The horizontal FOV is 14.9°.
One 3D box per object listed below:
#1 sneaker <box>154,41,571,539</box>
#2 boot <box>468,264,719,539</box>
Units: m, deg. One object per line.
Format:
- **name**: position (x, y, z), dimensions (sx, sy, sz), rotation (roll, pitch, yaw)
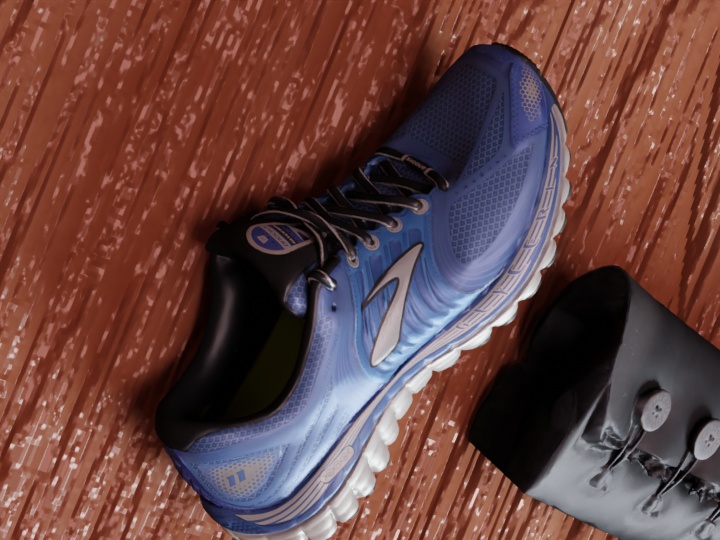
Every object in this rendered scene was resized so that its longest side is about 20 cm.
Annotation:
- **sneaker**: position (0.000, 0.000, 0.967), dimensions (0.201, 0.078, 0.089), rotation (-56, 135, -11)
- **boot**: position (0.150, 0.042, 1.130), dimensions (0.200, 0.066, 0.166), rotation (29, 84, -39)
